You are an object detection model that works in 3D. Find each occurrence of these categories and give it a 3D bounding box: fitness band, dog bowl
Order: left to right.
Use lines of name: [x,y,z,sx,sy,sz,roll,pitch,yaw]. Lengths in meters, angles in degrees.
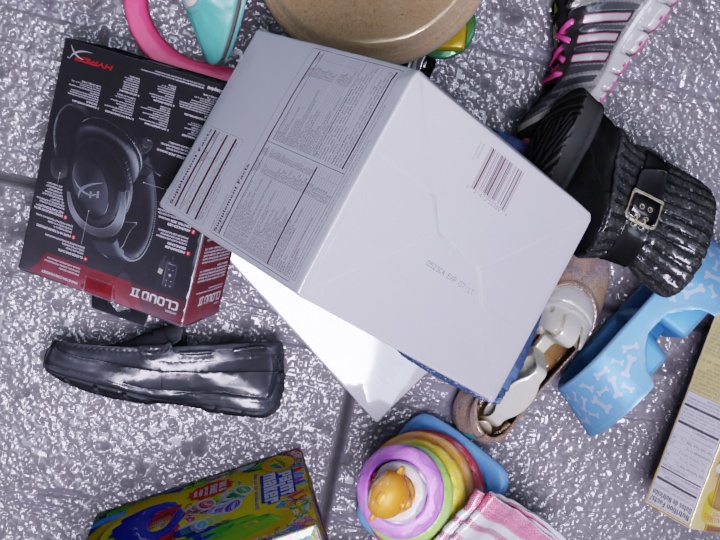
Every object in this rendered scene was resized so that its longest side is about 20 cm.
fitness band: [-0.094,-0.217,0.831,0.196,0.037,0.147,9,97,-7]
dog bowl: [0.245,0.050,0.866,0.049,0.111,0.200,42,90,4]

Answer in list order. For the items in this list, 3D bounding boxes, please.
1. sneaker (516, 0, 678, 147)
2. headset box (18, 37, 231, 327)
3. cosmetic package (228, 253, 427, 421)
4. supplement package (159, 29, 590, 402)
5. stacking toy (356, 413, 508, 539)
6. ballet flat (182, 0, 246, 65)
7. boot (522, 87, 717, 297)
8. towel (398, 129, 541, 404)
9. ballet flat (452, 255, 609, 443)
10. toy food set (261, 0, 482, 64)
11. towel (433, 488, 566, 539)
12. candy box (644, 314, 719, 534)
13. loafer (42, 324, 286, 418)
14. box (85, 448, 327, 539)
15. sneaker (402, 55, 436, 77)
sneaker: [0.182,-0.193,0.850,0.087,0.074,0.201,38,89,-5]
headset box: [-0.169,-0.059,0.787,0.146,0.077,0.204,17,101,13]
cosmetic package: [0.000,0.000,0.855,0.150,0.052,0.200,-42,99,0]
supplement package: [0.007,-0.041,0.693,0.190,0.199,0.149,31,88,-39]
stacking toy: [0.037,0.175,0.793,0.109,0.200,0.117,33,89,19]
ballet flat: [-0.110,-0.256,0.753,0.069,0.067,0.203,5,116,-31]
boot: [0.179,-0.017,0.784,0.157,0.079,0.213,36,79,-18]
towel: [0.104,-0.006,0.823,0.110,0.048,0.203,28,75,-15]
ballet flat: [0.157,0.069,0.874,0.068,0.067,0.201,35,91,-9]
toy food set: [0.007,-0.249,0.777,0.196,0.049,0.202,5,88,5]
towel: [0.074,0.273,0.817,0.201,0.030,0.146,-52,138,1]
candy box: [0.334,0.127,0.887,0.114,0.055,0.203,17,93,-36]
loafer: [-0.159,0.076,0.841,0.197,0.068,0.072,8,76,-5]
box: [-0.113,0.250,0.793,0.189,0.200,0.124,-17,97,-5]
sneaker: [0.034,-0.231,0.836,0.086,0.076,0.204,17,89,5]
